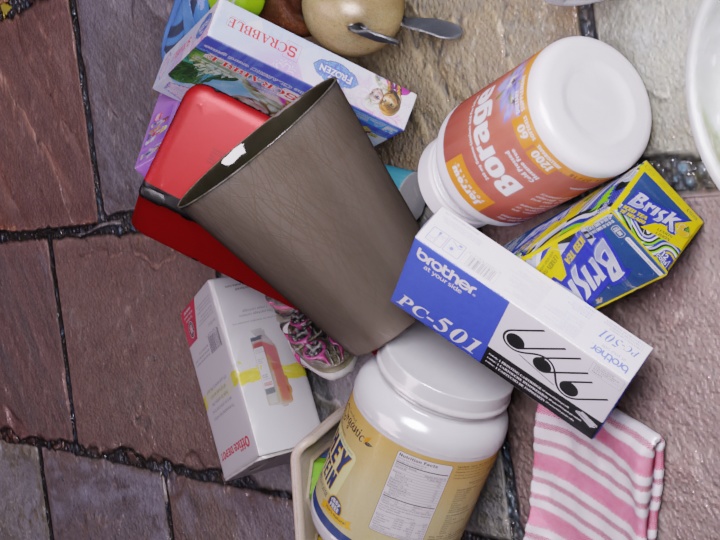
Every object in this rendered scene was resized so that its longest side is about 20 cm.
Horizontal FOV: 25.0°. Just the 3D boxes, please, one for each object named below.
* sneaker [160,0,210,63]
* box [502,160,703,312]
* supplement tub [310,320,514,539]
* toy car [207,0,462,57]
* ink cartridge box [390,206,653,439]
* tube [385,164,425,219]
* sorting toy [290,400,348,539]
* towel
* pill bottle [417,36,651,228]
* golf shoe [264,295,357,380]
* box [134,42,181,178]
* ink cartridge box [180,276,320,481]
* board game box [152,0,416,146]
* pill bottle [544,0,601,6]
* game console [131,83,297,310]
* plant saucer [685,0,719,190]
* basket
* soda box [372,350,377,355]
[{"bbox_3d":[-0.169,-0.263,1.792,0.078,0.066,0.200,49,136,36],"label":"sneaker"},{"bbox_3d":[0.173,-0.010,1.275,0.070,0.064,0.200,46,148,-7],"label":"box"},{"bbox_3d":[0.048,0.159,1.458,0.144,0.144,0.200,47,127,43],"label":"supplement tub"},{"bbox_3d":[-0.008,-0.256,1.448,0.200,0.164,0.158,39,127,33],"label":"toy car"},{"bbox_3d":[0.124,0.042,1.287,0.200,0.044,0.094,34,145,11],"label":"ink cartridge box"},{"bbox_3d":[-0.032,-0.088,1.559,0.200,0.050,0.078,16,135,33],"label":"tube"},{"bbox_3d":[-0.021,0.234,1.604,0.036,0.185,0.201,6,104,18],"label":"sorting toy"},{"bbox_3d":[0.190,0.201,1.359,0.146,0.030,0.201,28,121,52],"label":"towel"},{"bbox_3d":[0.131,-0.100,1.297,0.200,0.112,0.113,-29,73,57],"label":"pill bottle"},{"bbox_3d":[-0.036,0.068,1.644,0.092,0.072,0.200,67,175,-26],"label":"golf shoe"},{"bbox_3d":[-0.149,-0.132,1.641,0.039,0.137,0.200,-25,35,30],"label":"box"},{"bbox_3d":[-0.120,0.115,1.777,0.145,0.083,0.201,140,116,-64],"label":"ink cartridge box"},{"bbox_3d":[-0.076,-0.167,1.518,0.199,0.200,0.041,-21,47,68],"label":"board game box"},{"bbox_3d":[0.152,-0.309,1.207,0.111,0.111,0.201,-39,65,55],"label":"pill bottle"},{"bbox_3d":[-0.100,-0.064,1.531,0.173,0.200,0.119,-63,5,10],"label":"game console"},{"bbox_3d":[0.300,-0.123,1.073,0.200,0.050,0.201,22,116,56],"label":"plant saucer"},{"bbox_3d":[-0.027,-0.036,1.412,0.180,0.136,0.200,-37,103,18],"label":"basket"},{"bbox_3d":[0.000,0.000,1.584,0.200,0.063,0.070,49,136,42],"label":"soda box"}]
